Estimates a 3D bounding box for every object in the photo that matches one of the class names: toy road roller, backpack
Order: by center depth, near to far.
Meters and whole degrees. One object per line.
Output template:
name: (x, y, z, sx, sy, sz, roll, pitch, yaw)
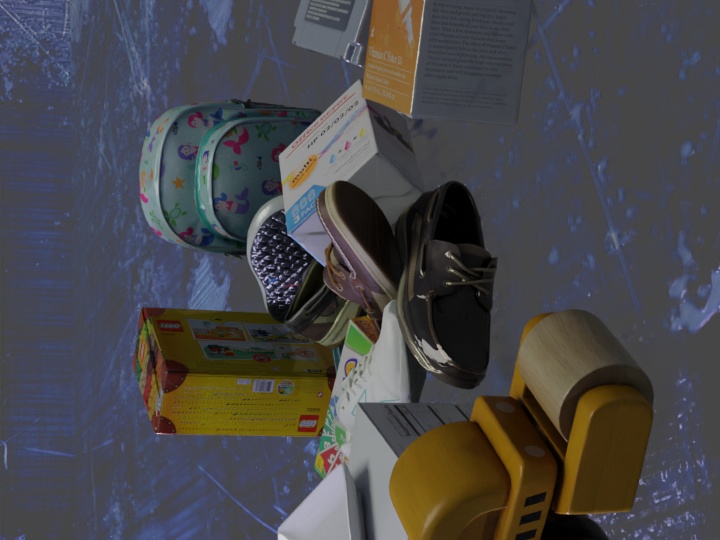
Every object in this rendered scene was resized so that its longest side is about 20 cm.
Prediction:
toy road roller: (0.106, 0.131, 1.127, 0.123, 0.146, 0.200, -122, 39, -58)
backpack: (-0.138, -0.101, 1.786, 0.151, 0.200, 0.178, -166, 80, -71)

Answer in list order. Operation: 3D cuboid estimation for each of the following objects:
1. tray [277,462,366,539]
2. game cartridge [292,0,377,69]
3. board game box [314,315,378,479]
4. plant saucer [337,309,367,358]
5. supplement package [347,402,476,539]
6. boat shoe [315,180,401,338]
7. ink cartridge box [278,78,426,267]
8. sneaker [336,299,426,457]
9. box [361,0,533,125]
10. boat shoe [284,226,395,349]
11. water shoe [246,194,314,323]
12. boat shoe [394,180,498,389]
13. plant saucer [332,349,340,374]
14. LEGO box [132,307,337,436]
tray: (-0.030, 0.241, 1.361, 0.200, 0.022, 0.108, 127, 142, -59)
game cartridge: (-0.007, -0.257, 1.478, 0.133, 0.041, 0.200, -68, 21, 6)
board game box: (0.007, 0.138, 1.561, 0.096, 0.030, 0.200, 44, 129, 42)
plant saucer: (-0.012, -0.008, 1.643, 0.070, 0.019, 0.200, -47, 40, 40)
supplement package: (0.055, 0.227, 1.317, 0.156, 0.111, 0.200, -132, 49, -64)
boat shoe: (0.000, 0.000, 1.405, 0.200, 0.072, 0.072, 51, -153, -49)
ink cartridge box: (-0.013, -0.098, 1.507, 0.115, 0.068, 0.200, -42, 26, 16)
sneaker: (0.017, 0.106, 1.416, 0.070, 0.080, 0.201, -64, -19, -49)
box: (0.075, -0.229, 1.337, 0.124, 0.097, 0.200, -146, 61, -68)
boat shoe: (-0.014, -0.022, 1.565, 0.201, 0.066, 0.072, -67, 26, 12)
water shoe: (-0.080, -0.026, 1.646, 0.200, 0.071, 0.079, 92, 173, -54)
boat shoe: (0.073, 0.005, 1.344, 0.073, 0.074, 0.200, -55, 34, 41)
plant saucer: (-0.019, 0.032, 1.700, 0.070, 0.019, 0.200, 116, 149, -48)
LEGO box: (-0.130, 0.108, 1.735, 0.149, 0.200, 0.077, -122, 40, -60)
